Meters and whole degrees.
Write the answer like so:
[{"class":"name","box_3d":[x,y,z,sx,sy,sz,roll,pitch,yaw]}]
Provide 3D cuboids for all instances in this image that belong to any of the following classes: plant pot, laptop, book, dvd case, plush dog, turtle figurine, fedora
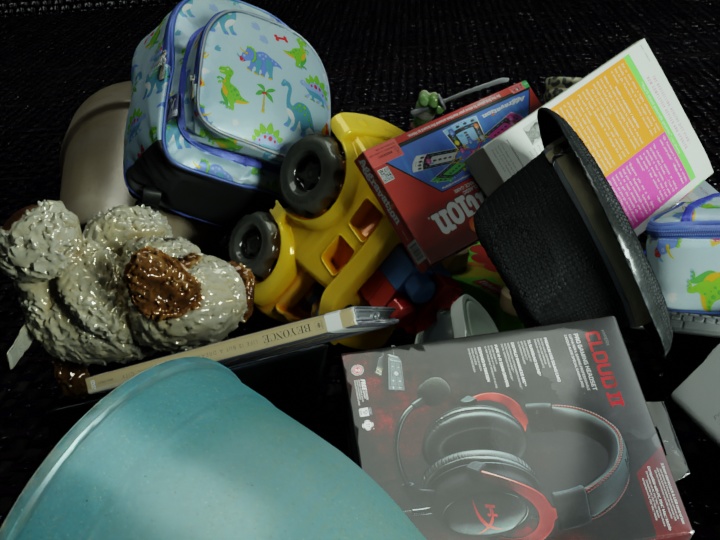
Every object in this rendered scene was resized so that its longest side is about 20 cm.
[{"class":"plant pot","box_3d":[-0.042,0.171,0.496,0.186,0.203,0.200,24,34,23]},{"class":"laptop","box_3d":[-0.135,0.085,0.783,0.184,0.118,0.200,-12,24,-17]},{"class":"plant pot","box_3d":[-0.222,-0.059,1.069,0.197,0.202,0.175,-1,39,9]},{"class":"book","box_3d":[0.196,-0.086,0.884,0.199,0.135,0.048,-34,2,-28]},{"class":"dvd case","box_3d":[-0.079,0.058,0.783,0.197,0.016,0.149,-16,-6,12]},{"class":"plush dog","box_3d":[-0.175,0.024,0.860,0.169,0.163,0.200,-1,1,21]},{"class":"turtle figurine","box_3d":[0.085,-0.118,1.170,0.198,0.146,0.193,13,33,43]},{"class":"fedora","box_3d":[0.138,-0.013,0.748,0.091,0.202,0.201,-27,22,8]}]

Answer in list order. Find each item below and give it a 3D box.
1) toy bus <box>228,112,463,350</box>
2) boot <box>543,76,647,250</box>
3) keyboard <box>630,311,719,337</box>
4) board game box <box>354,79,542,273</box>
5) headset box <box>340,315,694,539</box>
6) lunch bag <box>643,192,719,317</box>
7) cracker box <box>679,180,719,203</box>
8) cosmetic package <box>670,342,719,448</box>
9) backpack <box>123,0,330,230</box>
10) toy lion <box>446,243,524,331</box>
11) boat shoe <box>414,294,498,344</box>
[{"class":"toy bus","box_3d":[0.000,0.000,0.922,0.135,0.200,0.193,12,36,-50]},{"class":"boot","box_3d":[0.246,-0.086,0.966,0.200,0.156,0.073,9,-5,-4]},{"class":"keyboard","box_3d":[0.307,0.039,0.811,0.197,0.011,0.056,5,26,25]},{"class":"board game box","box_3d":[0.095,-0.082,0.873,0.199,0.104,0.019,-28,-5,-36]},{"class":"headset box","box_3d":[0.095,0.116,0.643,0.197,0.076,0.150,-7,53,-5]},{"class":"lunch bag","box_3d":[0.305,-0.016,0.823,0.159,0.084,0.199,1,8,29]},{"class":"cracker box","box_3d":[0.259,-0.067,1.077,0.197,0.059,0.134,5,21,-5]},{"class":"cosmetic package","box_3d":[0.288,0.107,0.648,0.101,0.071,0.200,-45,25,8]},{"class":"backpack","box_3d":[-0.116,-0.155,0.993,0.181,0.203,0.146,15,-32,-35]},{"class":"toy lion","box_3d":[0.159,0.013,0.970,0.189,0.070,0.199,-9,23,-28]},{"class":"boat shoe","box_3d":[0.074,0.102,0.774,0.060,0.076,0.201,-37,23,25]}]
